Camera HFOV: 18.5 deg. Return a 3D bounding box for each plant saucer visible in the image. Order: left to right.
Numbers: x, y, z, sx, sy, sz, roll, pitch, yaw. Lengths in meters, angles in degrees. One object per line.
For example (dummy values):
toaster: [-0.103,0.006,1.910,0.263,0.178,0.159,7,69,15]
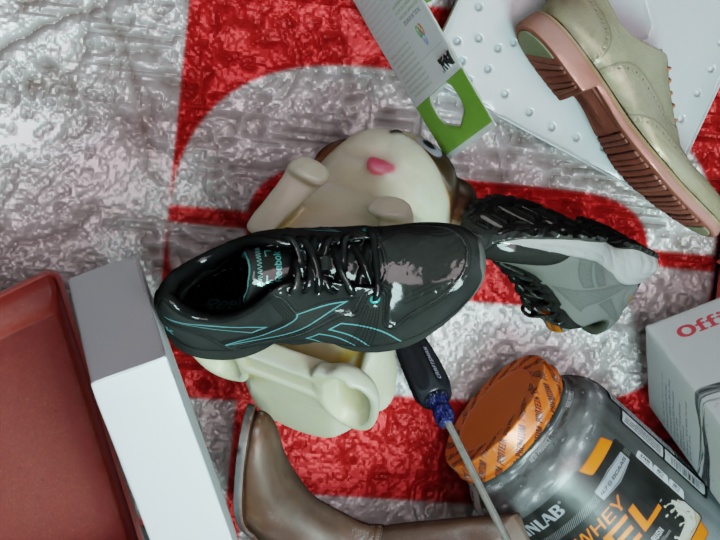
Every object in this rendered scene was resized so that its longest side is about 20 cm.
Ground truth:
plant saucer: [-0.239,0.128,1.360,0.199,0.037,0.201,-25,67,10]

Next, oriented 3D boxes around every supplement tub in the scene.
supplement tub: [0.160,0.156,1.501,0.200,0.122,0.123,40,83,-15]

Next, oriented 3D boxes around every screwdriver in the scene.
screwdriver: [0.061,0.110,1.442,0.028,0.200,0.029,-38,131,12]

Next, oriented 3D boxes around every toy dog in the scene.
toy dog: [0.000,0.000,1.425,0.139,0.194,0.201,16,69,25]

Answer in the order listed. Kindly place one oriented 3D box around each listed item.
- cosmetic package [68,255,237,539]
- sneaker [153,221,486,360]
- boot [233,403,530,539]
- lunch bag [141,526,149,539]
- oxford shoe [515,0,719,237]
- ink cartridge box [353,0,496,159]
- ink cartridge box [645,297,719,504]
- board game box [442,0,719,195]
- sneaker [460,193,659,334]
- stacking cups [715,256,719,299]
cosmetic package: [-0.117,0.112,1.333,0.051,0.151,0.201,-20,115,-6]
sneaker: [-0.025,0.011,1.290,0.199,0.079,0.076,-13,72,6]
boot: [0.023,0.162,1.432,0.199,0.064,0.187,0,129,11]
lunch bag: [-0.123,0.253,1.411,0.077,0.161,0.200,-41,107,15]
oxford shoe: [0.192,-0.110,1.489,0.074,0.071,0.200,-43,105,-12]
ink cartridge box: [0.049,-0.183,1.406,0.075,0.148,0.201,-29,90,-12]
ink cartridge box: [0.297,0.099,1.466,0.144,0.200,0.084,-20,131,-11]
board game box: [0.166,-0.179,1.524,0.199,0.026,0.201,26,87,-17]
sneaker: [0.130,0.001,1.468,0.200,0.074,0.080,16,101,-53]
stacking cups: [0.284,-0.062,1.559,0.060,0.060,0.201,5,98,-17]
